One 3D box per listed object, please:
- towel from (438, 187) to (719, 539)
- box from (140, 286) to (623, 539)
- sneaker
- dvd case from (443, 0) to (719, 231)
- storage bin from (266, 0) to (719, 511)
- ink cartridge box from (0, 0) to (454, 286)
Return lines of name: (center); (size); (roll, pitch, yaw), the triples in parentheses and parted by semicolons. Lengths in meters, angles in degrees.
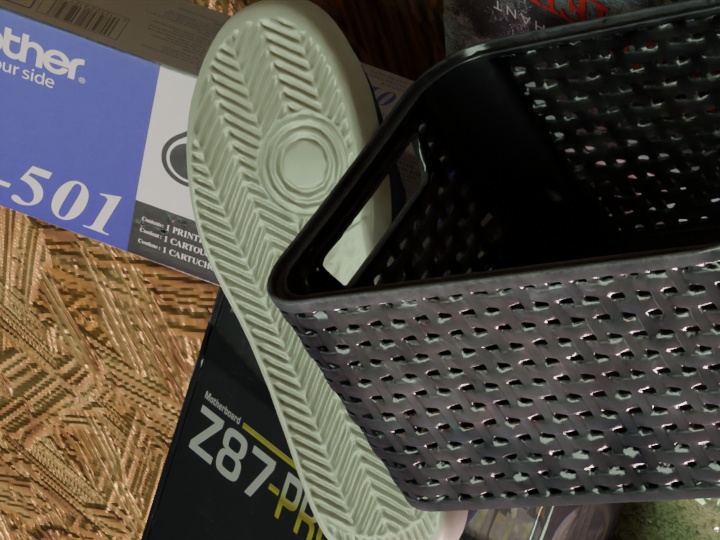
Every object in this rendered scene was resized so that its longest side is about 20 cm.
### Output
towel: (0.078, 0.039, 1.066); (0.200, 0.036, 0.148); (27, 144, 37)
box: (0.001, 0.107, 1.092); (0.200, 0.049, 0.161); (35, 113, 40)
sneaker: (0.000, 0.000, 0.968); (0.075, 0.085, 0.200); (-9, 98, 28)
dvd case: (0.085, -0.090, 0.926); (0.146, 0.022, 0.200); (33, 148, 30)
storage bin: (0.089, -0.007, 0.853); (0.200, 0.135, 0.094); (-7, 126, 42)
ink cartridge box: (-0.064, -0.048, 1.025); (0.200, 0.044, 0.094); (20, 132, 7)
